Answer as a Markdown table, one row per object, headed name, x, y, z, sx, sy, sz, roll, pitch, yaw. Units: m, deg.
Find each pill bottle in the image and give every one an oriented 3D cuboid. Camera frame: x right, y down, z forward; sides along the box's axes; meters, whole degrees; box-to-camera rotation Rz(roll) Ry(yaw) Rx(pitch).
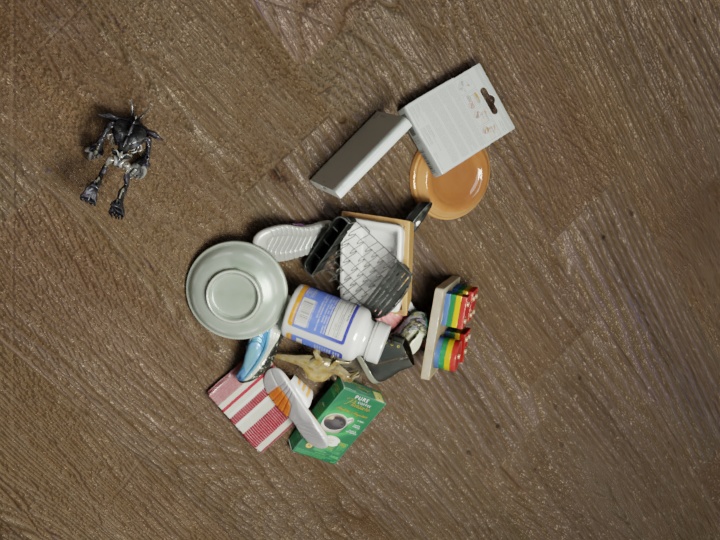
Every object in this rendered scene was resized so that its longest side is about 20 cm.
| name | x | y | z | sx | sy | sz | roll | pitch | yaw |
| --- | --- | --- | --- | --- | --- | --- | --- | --- | --- |
| pill bottle | -0.046 | 0.111 | 1.643 | 0.200 | 0.112 | 0.112 | 20 | 97 | 5 |

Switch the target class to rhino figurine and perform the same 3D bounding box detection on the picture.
| name | x | y | z | sx | sy | sz | roll | pitch | yaw |
| --- | --- | --- | --- | --- | --- | --- | --- | --- | --- |
| rhino figurine | -0.033 | 0.209 | 1.806 | 0.087 | 0.060 | 0.200 | -28 | 119 | -25 |

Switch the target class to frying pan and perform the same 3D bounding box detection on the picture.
| name | x | y | z | sx | sy | sz | roll | pitch | yaw |
| --- | --- | --- | --- | --- | --- | --- | --- | --- | --- |
| frying pan | 0.099 | -0.078 | 1.793 | 0.115 | 0.031 | 0.190 | -44 | 168 | -46 |

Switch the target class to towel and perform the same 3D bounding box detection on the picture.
| name | x | y | z | sx | sy | sz | roll | pitch | yaw |
| --- | --- | --- | --- | --- | --- | --- | --- | --- | --- |
| towel | -0.214 | 0.275 | 1.759 | 0.144 | 0.023 | 0.200 | -41 | 121 | -13 |

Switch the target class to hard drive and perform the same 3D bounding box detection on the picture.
| name | x | y | z | sx | sy | sz | roll | pitch | yaw |
| --- | --- | --- | --- | --- | --- | --- | --- | --- | --- |
| hard drive | -0.002 | -0.231 | 1.644 | 0.200 | 0.132 | 0.026 | -47 | 119 | -7 |

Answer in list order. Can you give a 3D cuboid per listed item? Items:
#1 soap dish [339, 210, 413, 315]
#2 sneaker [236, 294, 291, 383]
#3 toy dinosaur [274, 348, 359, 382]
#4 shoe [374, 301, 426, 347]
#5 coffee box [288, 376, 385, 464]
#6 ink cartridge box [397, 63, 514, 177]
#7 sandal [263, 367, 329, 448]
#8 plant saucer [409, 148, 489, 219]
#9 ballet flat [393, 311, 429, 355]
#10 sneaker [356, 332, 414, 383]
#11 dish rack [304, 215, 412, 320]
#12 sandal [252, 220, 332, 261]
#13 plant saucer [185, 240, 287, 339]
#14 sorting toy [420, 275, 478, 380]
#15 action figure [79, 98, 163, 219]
| name | x | y | z | sx | sy | sz | roll | pitch | yaw |
| --- | --- | --- | --- | --- | --- | --- | --- | --- | --- |
| soap dish | 0.036 | -0.020 | 1.720 | 0.081 | 0.157 | 0.201 | -28 | 123 | -57 |
| sneaker | -0.207 | 0.132 | 1.691 | 0.090 | 0.078 | 0.200 | 23 | 83 | 6 |
| toy dinosaur | -0.093 | 0.184 | 1.714 | 0.200 | 0.058 | 0.101 | 16 | 117 | -4 |
| shoe | 0.088 | 0.116 | 1.839 | 0.091 | 0.072 | 0.200 | -31 | 124 | 3 |
| coffee box | -0.051 | 0.327 | 1.809 | 0.123 | 0.044 | 0.200 | 25 | 113 | -31 |
| ink cartridge box | 0.201 | -0.313 | 1.746 | 0.200 | 0.057 | 0.163 | -33 | 98 | -19 |
| sandal | -0.125 | 0.280 | 1.748 | 0.207 | 0.079 | 0.059 | 56 | 45 | -12 |
| plant saucer | 0.201 | -0.206 | 1.810 | 0.200 | 0.037 | 0.201 | -8 | 108 | -24 |
| ballet flat | 0.079 | 0.174 | 1.790 | 0.072 | 0.072 | 0.200 | 25 | 118 | -30 |
| sneaker | 0.029 | 0.131 | 1.732 | 0.106 | 0.075 | 0.200 | -26 | 106 | 21 |
| dish rack | 0.000 | 0.000 | 1.667 | 0.153 | 0.200 | 0.055 | -53 | 167 | 31 |
| sandal | -0.135 | -0.065 | 1.681 | 0.202 | 0.050 | 0.083 | -7 | 124 | -38 |
| plant saucer | -0.242 | 0.044 | 1.609 | 0.200 | 0.050 | 0.201 | 0 | 105 | 1 |
| sorting toy | 0.200 | 0.126 | 1.817 | 0.069 | 0.200 | 0.199 | 11 | 100 | 15 |
| action figure | -0.425 | -0.197 | 1.465 | 0.119 | 0.102 | 0.200 | 24 | 68 | -22 |
